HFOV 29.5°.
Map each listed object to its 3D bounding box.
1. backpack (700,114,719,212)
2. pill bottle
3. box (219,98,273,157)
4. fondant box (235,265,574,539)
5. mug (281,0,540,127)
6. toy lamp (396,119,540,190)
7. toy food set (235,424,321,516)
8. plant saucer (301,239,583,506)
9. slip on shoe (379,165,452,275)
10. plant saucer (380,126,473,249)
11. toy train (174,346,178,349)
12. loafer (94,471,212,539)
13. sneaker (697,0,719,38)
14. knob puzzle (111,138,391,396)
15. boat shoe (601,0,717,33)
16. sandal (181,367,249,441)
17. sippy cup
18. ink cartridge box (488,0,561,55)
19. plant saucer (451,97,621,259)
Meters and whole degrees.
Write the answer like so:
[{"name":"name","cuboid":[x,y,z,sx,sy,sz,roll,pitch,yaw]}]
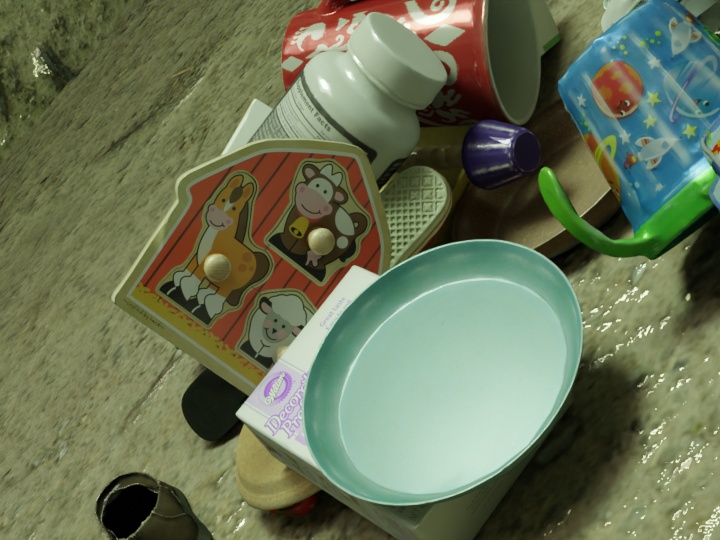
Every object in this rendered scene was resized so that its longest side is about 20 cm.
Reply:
[{"name":"backpack","cuboid":[0.279,-0.044,0.704,0.183,0.147,0.201,-42,26,15]},{"name":"pill bottle","cuboid":[-0.021,-0.105,1.102,0.200,0.110,0.111,-49,20,24]},{"name":"box","cuboid":[-0.082,-0.069,1.292,0.125,0.097,0.200,-59,-3,-3]},{"name":"fondant box","cuboid":[0.026,0.094,0.940,0.199,0.058,0.145,23,69,47]},{"name":"mug","cuboid":[0.041,-0.204,1.183,0.198,0.180,0.133,-4,-1,28]},{"name":"toy lamp","cuboid":[0.068,-0.094,1.140,0.199,0.058,0.058,2,51,53]},{"name":"toy food set","cuboid":[-0.021,0.109,1.080,0.200,0.049,0.198,-48,23,-6]},{"name":"plant saucer","cuboid":[0.054,0.067,0.880,0.198,0.027,0.202,-19,44,19]},{"name":"slip on shoe","cuboid":[0.000,0.000,1.103,0.200,0.074,0.061,-46,-16,3]},{"name":"plant saucer","cuboid":[0.045,-0.059,1.248,0.199,0.048,0.201,-12,40,54]},{"name":"toy train","cuboid":[-0.122,0.066,1.310,0.199,0.056,0.042,-1,64,58]},{"name":"loafer","cuboid":[-0.188,0.205,1.170,0.073,0.071,0.199,-51,24,-16]},{"name":"sneaker","cuboid":[0.265,-0.153,1.026,0.201,0.074,0.080,-52,9,-27]},{"name":"knob puzzle","cuboid":[-0.056,-0.009,1.018,0.220,0.220,0.030,-47,22,-5]},{"name":"boat shoe","cuboid":[0.219,-0.207,1.034,0.200,0.067,0.074,-43,8,46]},{"name":"sandal","cuboid":[-0.097,0.082,1.196,0.200,0.075,0.045,-48,-15,26]},{"name":"sippy cup","cuboid":[0.201,-0.099,0.882,0.177,0.131,0.140,-27,-14,-45]},{"name":"ink cartridge box","cuboid":[0.076,-0.206,1.312,0.198,0.088,0.145,-21,11,27]},{"name":"plant saucer","cuboid":[0.160,-0.071,1.091,0.200,0.037,0.201,-36,25,19]}]
